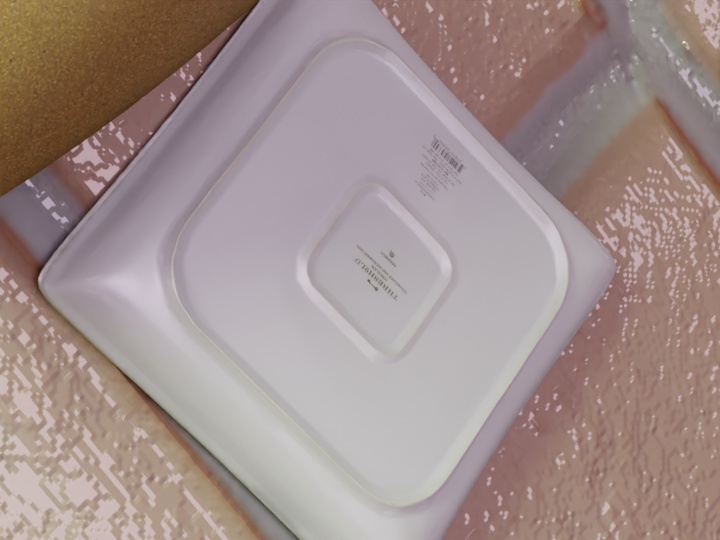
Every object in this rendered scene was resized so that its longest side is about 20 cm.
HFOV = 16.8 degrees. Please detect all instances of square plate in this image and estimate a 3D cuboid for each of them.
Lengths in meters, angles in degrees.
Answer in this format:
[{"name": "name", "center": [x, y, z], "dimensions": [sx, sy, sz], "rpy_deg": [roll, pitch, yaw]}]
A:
[{"name": "square plate", "center": [0.000, 0.000, 0.975], "dimensions": [0.200, 0.028, 0.198], "rpy_deg": [45, 62, -18]}]

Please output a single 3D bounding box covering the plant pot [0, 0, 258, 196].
[{"name": "plant pot", "center": [-0.122, -0.119, 0.849], "dimensions": [0.186, 0.186, 0.200], "rpy_deg": [40, 78, -20]}]
